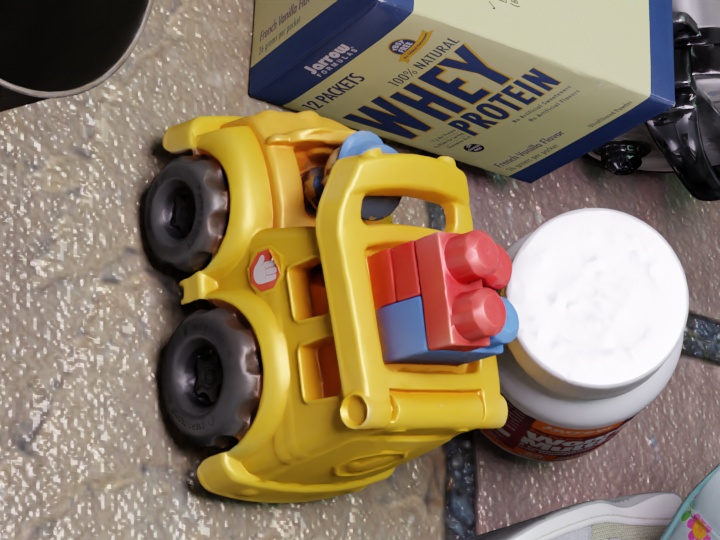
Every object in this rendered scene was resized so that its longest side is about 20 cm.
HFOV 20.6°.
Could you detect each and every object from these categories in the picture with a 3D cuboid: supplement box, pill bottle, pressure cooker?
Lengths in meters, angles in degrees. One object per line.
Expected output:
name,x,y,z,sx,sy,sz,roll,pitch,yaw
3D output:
supplement box,0.059,-0.183,1.129,0.199,0.134,0.201,15,64,-30
pill bottle,0.112,0.036,1.060,0.109,0.200,0.110,0,77,-2
pressure cooker,0.206,-0.144,1.251,0.175,0.179,0.201,7,69,-23

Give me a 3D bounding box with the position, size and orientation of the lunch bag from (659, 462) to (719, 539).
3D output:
lunch bag,0.229,0.185,1.137,0.160,0.200,0.077,-1,36,-45

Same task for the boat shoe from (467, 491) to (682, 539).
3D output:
boat shoe,0.123,0.168,1.126,0.202,0.074,0.065,0,71,-51

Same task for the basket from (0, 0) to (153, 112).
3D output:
basket,-0.198,-0.128,0.833,0.136,0.200,0.181,6,72,-43

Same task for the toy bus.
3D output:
toy bus,0.000,0.000,0.985,0.135,0.192,0.201,3,71,-41
